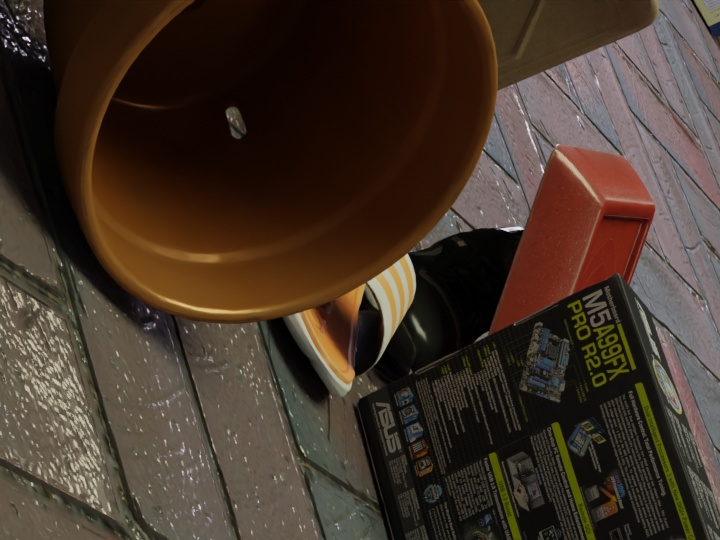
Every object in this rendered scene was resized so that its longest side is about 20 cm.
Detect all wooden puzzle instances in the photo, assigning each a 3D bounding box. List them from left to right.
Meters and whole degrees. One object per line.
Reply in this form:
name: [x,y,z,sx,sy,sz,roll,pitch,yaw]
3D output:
wooden puzzle: [0.068,-0.205,1.873,0.185,0.200,0.037,68,16,2]

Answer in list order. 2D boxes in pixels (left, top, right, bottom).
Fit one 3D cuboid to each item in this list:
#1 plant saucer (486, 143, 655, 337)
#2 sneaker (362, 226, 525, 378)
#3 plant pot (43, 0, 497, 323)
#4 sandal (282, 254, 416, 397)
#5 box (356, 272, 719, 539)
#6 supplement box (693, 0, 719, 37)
plant saucer: [0.116,0.030,1.728,0.037,0.200,0.200,21,6,15]
sneaker: [0.058,0.006,1.721,0.076,0.087,0.200,62,15,-4]
plant pot: [-0.058,-0.096,1.343,0.200,0.200,0.140,48,3,-45]
sandal: [-0.004,-0.007,1.587,0.079,0.059,0.207,58,16,-18]
box: [0.095,0.120,1.514,0.044,0.160,0.200,47,21,-50]
supplement box: [0.445,-0.438,3.704,0.200,0.134,0.200,56,17,-28]
